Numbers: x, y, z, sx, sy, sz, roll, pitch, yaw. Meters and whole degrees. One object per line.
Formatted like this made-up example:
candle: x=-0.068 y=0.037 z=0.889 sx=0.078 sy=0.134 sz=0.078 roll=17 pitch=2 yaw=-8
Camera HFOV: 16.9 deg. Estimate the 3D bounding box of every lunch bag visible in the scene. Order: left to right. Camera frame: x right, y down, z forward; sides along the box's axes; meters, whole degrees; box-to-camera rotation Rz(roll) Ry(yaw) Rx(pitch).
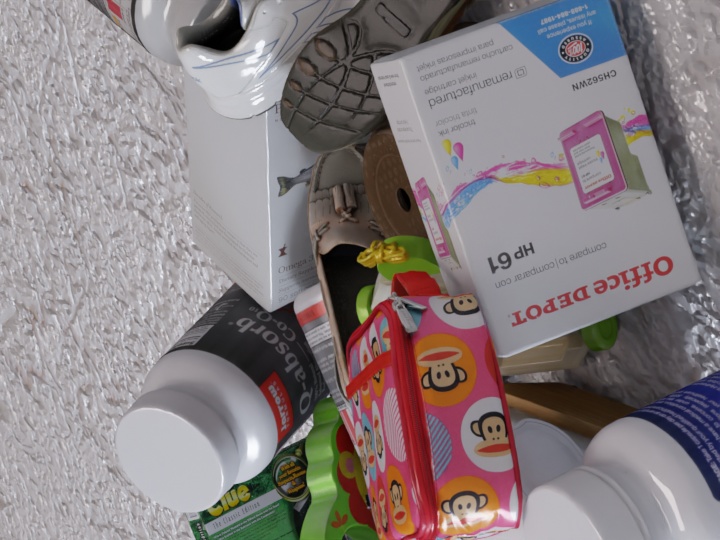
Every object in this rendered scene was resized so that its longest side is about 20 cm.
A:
lunch bag: x=0.042 y=0.086 z=1.520 sx=0.200 sy=0.082 sz=0.177 roll=125 pitch=137 yaw=-77

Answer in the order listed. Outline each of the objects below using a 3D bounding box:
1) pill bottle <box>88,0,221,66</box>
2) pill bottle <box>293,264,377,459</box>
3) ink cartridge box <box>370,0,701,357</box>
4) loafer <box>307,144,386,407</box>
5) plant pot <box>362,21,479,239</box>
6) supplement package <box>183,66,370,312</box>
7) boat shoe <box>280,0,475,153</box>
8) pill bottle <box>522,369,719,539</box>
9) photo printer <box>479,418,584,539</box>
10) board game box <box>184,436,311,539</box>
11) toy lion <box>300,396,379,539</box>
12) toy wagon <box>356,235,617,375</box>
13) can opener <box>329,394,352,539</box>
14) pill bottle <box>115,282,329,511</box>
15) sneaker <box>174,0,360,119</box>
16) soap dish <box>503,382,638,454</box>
pill bottle: x=-0.148 y=-0.231 z=1.912 sx=0.200 sy=0.116 sz=0.117 roll=42 pitch=143 yaw=41
pill bottle: x=0.039 y=0.089 z=1.813 sx=0.200 sy=0.116 sz=0.116 roll=66 pitch=153 yaw=3
ink cartridge box: x=0.111 y=-0.061 z=1.523 sx=0.085 sy=0.144 sz=0.200 roll=-166 pitch=56 yaw=-76
loafer: x=0.000 y=0.000 z=1.728 sx=0.063 sy=0.072 sz=0.200 roll=57 pitch=-155 yaw=-75
plant pot: x=0.067 y=-0.063 z=1.675 sx=0.201 sy=0.093 sz=0.201 roll=40 pitch=142 yaw=41
supplement package: x=-0.055 y=-0.092 z=1.847 sx=0.117 sy=0.117 sz=0.200 roll=41 pitch=144 yaw=41
boat shoe: x=0.025 y=-0.159 z=1.641 sx=0.076 sy=0.074 sz=0.200 roll=48 pitch=122 yaw=8
pill bottle: x=0.203 y=0.132 z=1.457 sx=0.120 sy=0.200 sz=0.120 roll=40 pitch=142 yaw=42
photo printer: x=0.133 y=0.206 z=1.602 sx=0.200 sy=0.069 sz=0.167 roll=53 pitch=149 yaw=25
board game box: x=-0.052 y=0.196 z=1.967 sx=0.023 sy=0.200 sz=0.105 roll=-17 pitch=94 yaw=47
toy lion: x=0.013 y=0.188 z=1.862 sx=0.069 sy=0.200 sz=0.192 roll=-17 pitch=108 yaw=37
toy wagon: x=0.073 y=0.019 z=1.643 sx=0.155 sy=0.040 sz=0.200 roll=-9 pitch=147 yaw=37
can opener: x=0.002 y=0.128 z=1.975 sx=0.063 sy=0.078 sz=0.200 roll=-26 pitch=74 yaw=56
pill bottle: x=-0.098 y=0.093 z=1.874 sx=0.116 sy=0.200 sz=0.116 roll=15 pitch=126 yaw=22
sneaker: x=-0.040 y=-0.185 z=1.685 sx=0.087 sy=0.200 sz=0.075 roll=40 pitch=-165 yaw=-53
soap dish: x=0.170 y=0.164 z=1.669 sx=0.200 sy=0.081 sz=0.158 roll=17 pitch=125 yaw=56
